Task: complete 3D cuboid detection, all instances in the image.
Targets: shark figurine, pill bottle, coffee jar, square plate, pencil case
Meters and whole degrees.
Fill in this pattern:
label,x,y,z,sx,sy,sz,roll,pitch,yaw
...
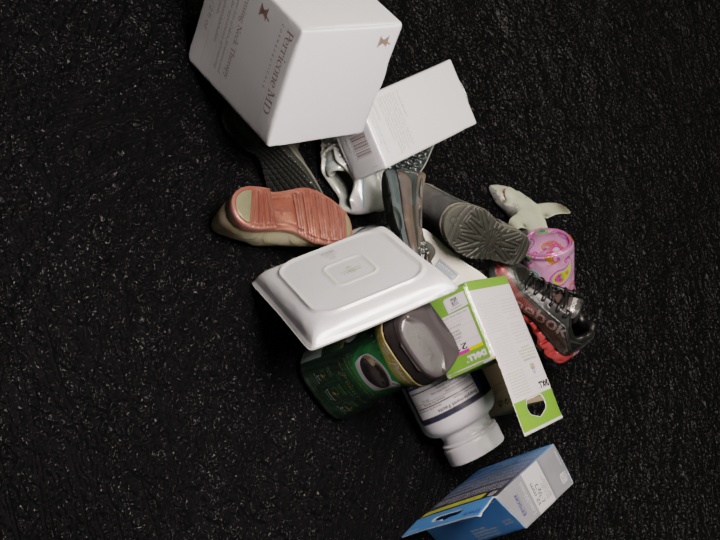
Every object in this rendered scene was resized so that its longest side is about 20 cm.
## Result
label,x,y,z,sx,sy,sz,roll,pitch,yaw
shark figurine,0.262,-0.032,1.937,0.126,0.090,0.217,6,51,-6
pill bottle,0.112,0.153,1.656,0.111,0.110,0.202,-27,91,-49
coffee jar,0.023,0.107,1.521,0.105,0.199,0.085,53,43,-12
square plate,-0.012,0.010,1.499,0.197,0.198,0.029,-21,121,-17
pencil case,0.285,0.039,1.850,0.088,0.086,0.203,-50,139,-46

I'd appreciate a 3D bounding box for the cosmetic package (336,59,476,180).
label,x,y,z,sx,sy,sz,roll,pitch,yaw
cosmetic package,0.060,-0.209,1.708,0.199,0.074,0.103,-28,98,-41

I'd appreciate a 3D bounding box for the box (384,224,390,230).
label,x,y,z,sx,sy,sz,roll,pitch,yaw
box,0.085,0.026,1.747,0.041,0.038,0.203,-17,83,-46

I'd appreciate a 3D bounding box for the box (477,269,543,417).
label,x,y,z,sx,sy,sz,roll,pitch,yaw
box,0.192,0.104,1.789,0.094,0.077,0.203,-6,75,-47

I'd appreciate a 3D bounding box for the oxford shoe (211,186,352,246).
label,x,y,z,sx,sy,sz,roll,pitch,yaw
oxford shoe,-0.099,-0.063,1.575,0.198,0.073,0.072,11,64,-38

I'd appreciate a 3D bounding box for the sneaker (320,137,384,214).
label,x,y,z,sx,sy,sz,roll,pitch,yaw
sneaker,-0.023,-0.172,1.715,0.080,0.070,0.203,-19,85,-46

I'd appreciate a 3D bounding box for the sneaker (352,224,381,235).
label,x,y,z,sx,sy,sz,roll,pitch,yaw
sneaker,0.000,0.000,1.637,0.078,0.086,0.200,52,43,-13

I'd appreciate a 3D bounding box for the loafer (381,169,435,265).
label,x,y,z,sx,sy,sz,roll,pitch,yaw
loafer,0.073,-0.040,1.621,0.062,0.072,0.203,-7,74,-12

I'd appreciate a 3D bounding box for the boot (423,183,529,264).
label,x,y,z,sx,sy,sz,roll,pitch,yaw
boot,0.122,-0.080,1.731,0.181,0.073,0.200,26,10,-44

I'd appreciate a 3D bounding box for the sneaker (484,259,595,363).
label,x,y,z,sx,sy,sz,roll,pitch,yaw
sneaker,0.260,0.043,1.758,0.201,0.097,0.071,47,45,-17

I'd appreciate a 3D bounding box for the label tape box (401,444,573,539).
label,x,y,z,sx,sy,sz,roll,pitch,yaw
label tape box,0.166,0.309,1.608,0.199,0.142,0.067,-30,91,-49

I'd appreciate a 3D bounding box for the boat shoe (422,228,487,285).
label,x,y,z,sx,sy,sz,roll,pitch,yaw
boat shoe,0.119,0.016,1.709,0.199,0.068,0.072,37,87,-14

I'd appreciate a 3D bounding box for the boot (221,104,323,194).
label,x,y,z,sx,sy,sz,roll,pitch,yaw
boot,-0.091,-0.171,1.652,0.201,0.067,0.131,54,36,-12

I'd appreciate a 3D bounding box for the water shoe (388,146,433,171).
label,x,y,z,sx,sy,sz,roll,pitch,yaw
water shoe,0.066,-0.184,1.815,0.072,0.079,0.201,44,70,-14

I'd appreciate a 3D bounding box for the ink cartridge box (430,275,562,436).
label,x,y,z,sx,sy,sz,roll,pitch,yaw
ink cartridge box,0.169,0.116,1.586,0.147,0.075,0.203,-6,73,-62

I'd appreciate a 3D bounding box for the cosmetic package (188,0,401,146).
label,x,y,z,sx,sy,sz,roll,pitch,yaw
cosmetic package,-0.085,-0.290,1.566,0.165,0.169,0.200,-12,47,-40
